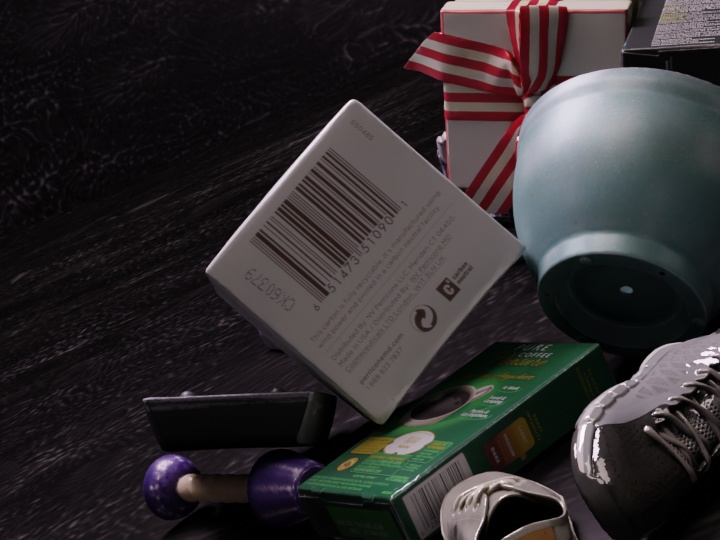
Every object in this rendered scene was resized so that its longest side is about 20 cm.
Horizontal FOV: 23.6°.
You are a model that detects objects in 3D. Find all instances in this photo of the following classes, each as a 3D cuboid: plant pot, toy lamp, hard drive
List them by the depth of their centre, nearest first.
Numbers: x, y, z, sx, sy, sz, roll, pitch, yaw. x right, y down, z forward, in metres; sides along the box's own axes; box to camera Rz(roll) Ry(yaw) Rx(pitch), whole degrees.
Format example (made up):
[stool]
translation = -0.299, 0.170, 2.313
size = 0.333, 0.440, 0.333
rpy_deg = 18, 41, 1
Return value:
[plant pot]
translation = 0.195, -0.025, 1.209
size = 0.200, 0.200, 0.135
rpy_deg = -15, 43, 39
[toy lamp]
translation = -0.089, 0.158, 1.261
size = 0.058, 0.058, 0.200
rpy_deg = -34, 17, -34
[hard drive]
translation = -0.085, 0.112, 1.279
size = 0.134, 0.043, 0.200
rpy_deg = -3, -6, 3

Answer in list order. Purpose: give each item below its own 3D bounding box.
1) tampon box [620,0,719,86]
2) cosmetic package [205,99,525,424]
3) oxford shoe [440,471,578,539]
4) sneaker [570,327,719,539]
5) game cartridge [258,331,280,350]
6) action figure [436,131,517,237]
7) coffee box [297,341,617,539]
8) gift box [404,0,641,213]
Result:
[tampon box]
translation = 0.295, -0.143, 1.452
size = 0.126, 0.150, 0.200
rpy_deg = 0, 21, 16
[cosmetic package]
translation = 0.000, 0.000, 1.277
size = 0.165, 0.165, 0.200
rpy_deg = -50, -1, -4
[oxford shoe]
translation = 0.084, 0.144, 0.993
size = 0.075, 0.058, 0.200
rpy_deg = -28, 11, -2
[sneaker]
translation = 0.197, 0.072, 0.974
size = 0.115, 0.075, 0.200
rpy_deg = -34, 6, 34
[game cartridge]
translation = 0.007, 0.019, 1.682
size = 0.200, 0.038, 0.130
rpy_deg = -31, 10, -23
[action figure]
translation = 0.129, -0.081, 1.664
size = 0.118, 0.102, 0.200
rpy_deg = 5, 15, 7
[coffee box]
translation = 0.067, 0.114, 1.166
size = 0.200, 0.044, 0.123
rpy_deg = -34, 15, -30
[gift box]
translation = 0.151, -0.160, 1.529
size = 0.199, 0.185, 0.187
rpy_deg = -3, 19, 15
